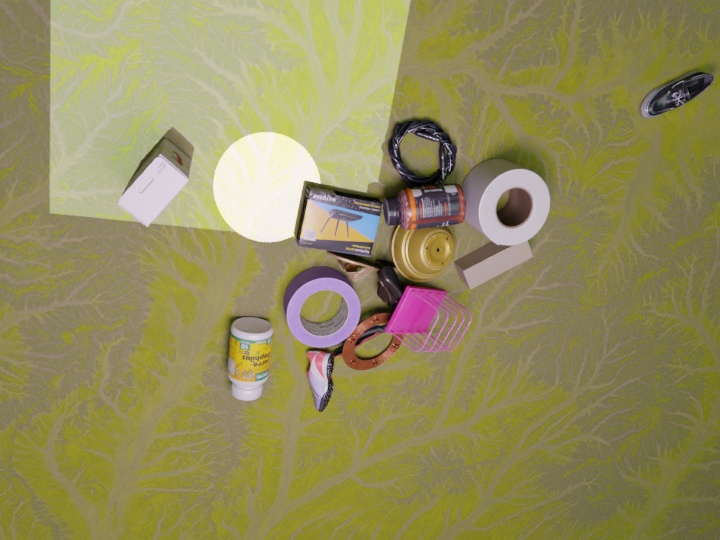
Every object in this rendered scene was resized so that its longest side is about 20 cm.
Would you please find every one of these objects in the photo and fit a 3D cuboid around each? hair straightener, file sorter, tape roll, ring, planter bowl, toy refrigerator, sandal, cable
[{"bbox_3d":[0.003,0.171,1.704,0.198,0.041,0.078,-22,114,-5],"label":"hair straightener"},{"bbox_3d":[0.192,0.138,1.643,0.199,0.125,0.140,8,113,-53],"label":"file sorter"},{"bbox_3d":[0.378,-0.183,1.607,0.200,0.139,0.205,-5,112,-12],"label":"tape roll"},{"bbox_3d":[0.041,0.204,1.701,0.199,0.019,0.202,-17,130,-22],"label":"ring"},{"bbox_3d":[0.188,-0.060,1.614,0.198,0.083,0.203,-5,102,-23],"label":"planter bowl"},{"bbox_3d":[0.371,-0.028,1.700,0.199,0.076,0.070,-28,115,-3],"label":"toy refrigerator"},{"bbox_3d":[-0.104,0.098,1.627,0.198,0.085,0.202,-5,112,-11],"label":"tape roll"},{"bbox_3d":[0.002,0.002,1.621,0.210,0.078,0.070,11,107,-24],"label":"sandal"},{"bbox_3d":[0.160,-0.300,1.558,0.163,0.051,0.200,-40,114,3],"label":"cable"}]

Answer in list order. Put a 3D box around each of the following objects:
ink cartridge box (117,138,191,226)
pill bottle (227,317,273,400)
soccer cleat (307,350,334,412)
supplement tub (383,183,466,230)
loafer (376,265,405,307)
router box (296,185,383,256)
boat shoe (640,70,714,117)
[{"bbox_3d":[-0.456,-0.200,1.362,0.083,0.200,0.145,41,97,-24],"label":"ink cartridge box"},{"bbox_3d":[-0.296,0.237,1.617,0.111,0.113,0.202,4,109,-15],"label":"pill bottle"},{"bbox_3d":[-0.118,0.311,1.725,0.072,0.068,0.202,14,121,16],"label":"soccer cleat"},{"bbox_3d":[0.160,-0.160,1.544,0.198,0.107,0.108,-7,112,-8],"label":"supplement tub"},{"bbox_3d":[0.077,0.057,1.626,0.071,0.074,0.200,-20,147,9],"label":"loafer"},{"bbox_3d":[-0.054,-0.125,1.570,0.198,0.051,0.151,8,109,-18],"label":"router box"},{"bbox_3d":[0.862,-0.477,1.652,0.199,0.068,0.072,-28,114,-2],"label":"boat shoe"}]
